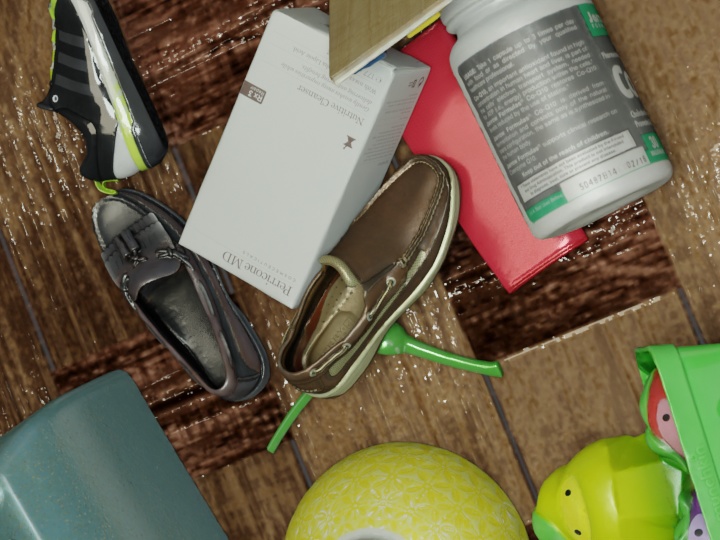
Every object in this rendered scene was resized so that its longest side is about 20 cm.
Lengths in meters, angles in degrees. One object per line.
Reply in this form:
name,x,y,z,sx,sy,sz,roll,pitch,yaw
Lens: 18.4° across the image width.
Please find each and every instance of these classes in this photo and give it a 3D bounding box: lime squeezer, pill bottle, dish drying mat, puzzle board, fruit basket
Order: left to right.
lime squeezer,0.005,0.077,1.701,0.200,0.038,0.071,-20,117,18
puzzle board,0.041,-0.216,1.597,0.151,0.200,0.017,-34,115,17
dish drying mat,0.087,-0.085,1.668,0.077,0.018,0.200,-36,81,18
pill bottle,0.134,-0.133,1.598,0.113,0.113,0.200,-27,85,18
fruit basket,0.218,0.153,1.577,0.215,0.156,0.216,0,87,2

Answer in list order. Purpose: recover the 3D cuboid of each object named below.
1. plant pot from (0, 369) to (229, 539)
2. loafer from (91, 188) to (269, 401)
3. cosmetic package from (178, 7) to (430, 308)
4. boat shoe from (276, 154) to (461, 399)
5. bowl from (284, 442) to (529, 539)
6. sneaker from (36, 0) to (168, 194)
plant pot,-0.247,0.213,1.702,0.196,0.200,0.196,-34,81,17
loafer,-0.145,0.017,1.728,0.072,0.063,0.200,-41,80,16
cosmetic package,-0.043,-0.086,1.670,0.113,0.081,0.200,27,106,18
boat shoe,0.005,0.003,1.640,0.075,0.075,0.203,29,93,30
bowl,0.021,0.233,1.659,0.200,0.108,0.201,1,94,19
sneaker,-0.222,-0.156,1.734,0.083,0.072,0.200,-24,85,5
